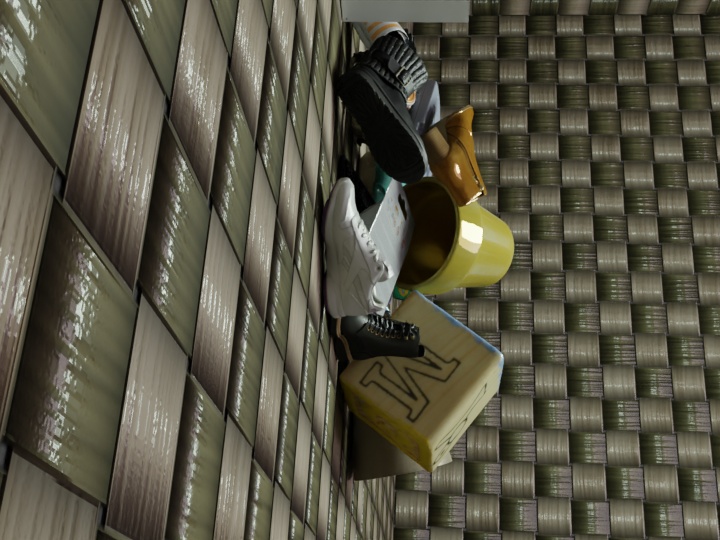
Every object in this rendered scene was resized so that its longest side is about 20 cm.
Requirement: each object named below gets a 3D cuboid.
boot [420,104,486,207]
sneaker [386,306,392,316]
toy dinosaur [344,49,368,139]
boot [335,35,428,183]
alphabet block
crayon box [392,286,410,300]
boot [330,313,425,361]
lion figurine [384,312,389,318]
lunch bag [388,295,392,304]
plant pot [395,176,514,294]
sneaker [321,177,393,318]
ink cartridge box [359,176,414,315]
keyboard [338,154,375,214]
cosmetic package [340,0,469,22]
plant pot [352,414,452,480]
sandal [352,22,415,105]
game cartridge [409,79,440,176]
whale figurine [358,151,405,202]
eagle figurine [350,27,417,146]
[{"bbox_3d":[0.169,-0.187,1.624,0.144,0.071,0.201,57,35,-8],"label":"boot"},{"bbox_3d":[0.019,0.126,1.881,0.082,0.073,0.200,-106,-164,-48],"label":"sneaker"},{"bbox_3d":[-0.007,-0.307,1.590,0.088,0.047,0.200,89,0,-59],"label":"toy dinosaur"},{"bbox_3d":[0.062,-0.256,1.524,0.211,0.079,0.158,59,38,-16],"label":"boot"},{"bbox_3d":[0.105,0.191,1.649,0.200,0.196,0.195,-48,159,-16],"label":"alphabet block"},{"bbox_3d":[0.110,-0.053,1.897,0.119,0.058,0.200,-76,176,-64],"label":"crayon box"},{"bbox_3d":[0.027,0.078,1.488,0.200,0.138,0.078,78,14,-64],"label":"boot"},{"bbox_3d":[0.000,0.000,1.650,0.122,0.072,0.200,-34,111,-75],"label":"lion figurine"},{"bbox_3d":[0.039,-0.025,1.964,0.200,0.075,0.160,-76,172,-64],"label":"lunch bag"},{"bbox_3d":[0.163,-0.048,1.717,0.189,0.201,0.201,14,72,-40],"label":"plant pot"},{"bbox_3d":[-0.003,-0.032,1.350,0.075,0.099,0.200,-68,158,-70],"label":"sneaker"},{"bbox_3d":[0.025,-0.043,1.552,0.162,0.050,0.200,66,36,-52],"label":"ink cartridge box"},{"bbox_3d":[0.016,-0.098,1.587,0.200,0.040,0.104,51,35,-53],"label":"keyboard"},{"bbox_3d":[0.072,-0.438,1.538,0.051,0.200,0.083,84,8,-58],"label":"cosmetic package"},{"bbox_3d":[0.061,0.275,1.822,0.187,0.187,0.200,53,26,-82],"label":"plant pot"},{"bbox_3d":[0.054,-0.375,1.620,0.079,0.059,0.207,-16,77,-50],"label":"sandal"},{"bbox_3d":[0.110,-0.234,1.716,0.200,0.041,0.133,82,26,-57],"label":"game cartridge"},{"bbox_3d":[0.047,-0.154,1.843,0.200,0.104,0.159,-81,171,-71],"label":"whale figurine"},{"bbox_3d":[0.059,-0.310,1.728,0.151,0.200,0.152,40,-1,-33],"label":"eagle figurine"}]
